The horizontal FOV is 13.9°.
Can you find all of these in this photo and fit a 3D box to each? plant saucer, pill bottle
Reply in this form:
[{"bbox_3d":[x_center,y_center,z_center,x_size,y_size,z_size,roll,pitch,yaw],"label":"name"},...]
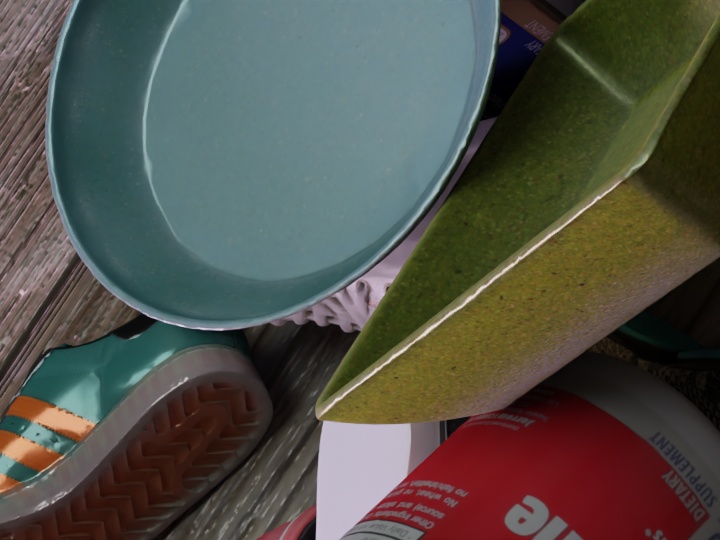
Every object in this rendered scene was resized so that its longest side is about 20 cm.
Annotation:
[{"bbox_3d":[0.088,-0.042,0.929,0.200,0.048,0.200,-40,13,53],"label":"plant saucer"},{"bbox_3d":[0.032,0.125,0.937,0.200,0.113,0.112,-41,30,-29],"label":"pill bottle"},{"bbox_3d":[-0.027,-0.071,1.074,0.199,0.036,0.201,-13,67,32],"label":"plant saucer"}]

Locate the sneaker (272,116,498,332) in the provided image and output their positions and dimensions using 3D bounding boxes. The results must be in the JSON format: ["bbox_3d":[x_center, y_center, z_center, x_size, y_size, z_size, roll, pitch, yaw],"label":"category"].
[{"bbox_3d":[0.000,0.000,1.141,0.199,0.073,0.085,-15,55,23],"label":"sneaker"}]

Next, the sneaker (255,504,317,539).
[{"bbox_3d":[-0.045,0.181,1.082,0.087,0.074,0.201,-14,46,56],"label":"sneaker"}]

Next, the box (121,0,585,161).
[{"bbox_3d":[-0.009,-0.065,1.162,0.199,0.121,0.033,-25,65,22],"label":"box"}]

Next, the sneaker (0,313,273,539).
[{"bbox_3d":[-0.126,0.084,1.232,0.200,0.071,0.080,-36,39,8],"label":"sneaker"}]

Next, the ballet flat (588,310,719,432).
[{"bbox_3d":[0.112,0.052,1.018,0.200,0.068,0.076,14,93,55],"label":"ballet flat"}]

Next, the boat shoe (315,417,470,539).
[{"bbox_3d":[0.019,0.136,1.037,0.072,0.067,0.202,-10,73,53],"label":"boat shoe"}]
